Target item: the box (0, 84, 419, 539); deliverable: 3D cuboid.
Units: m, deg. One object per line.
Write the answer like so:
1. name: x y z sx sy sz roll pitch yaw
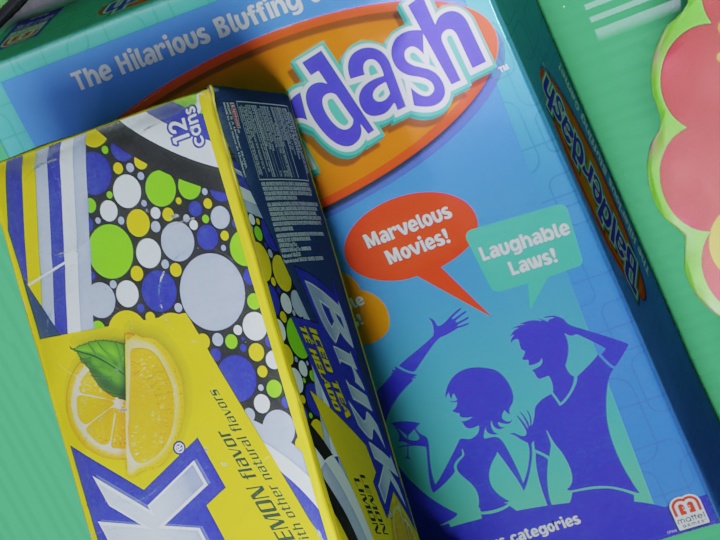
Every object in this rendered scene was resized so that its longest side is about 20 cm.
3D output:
1. box: -0.030 0.058 0.737 0.070 0.064 0.201 -18 85 19

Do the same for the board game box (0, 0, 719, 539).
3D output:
1. board game box: 0.000 0.000 0.805 0.151 0.045 0.201 -19 109 20

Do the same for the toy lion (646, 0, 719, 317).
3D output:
1. toy lion: 0.178 -0.052 0.722 0.191 0.069 0.201 32 102 12

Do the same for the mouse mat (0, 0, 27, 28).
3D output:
1. mouse mat: -0.197 -0.094 0.826 0.161 0.008 0.200 45 117 -10
